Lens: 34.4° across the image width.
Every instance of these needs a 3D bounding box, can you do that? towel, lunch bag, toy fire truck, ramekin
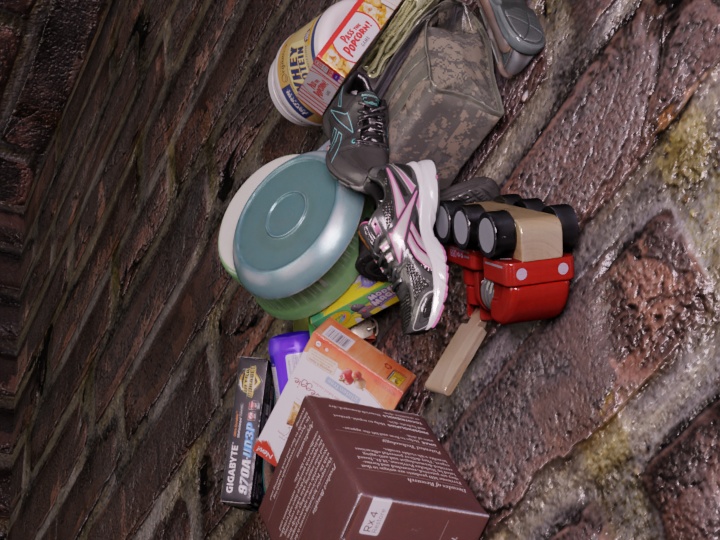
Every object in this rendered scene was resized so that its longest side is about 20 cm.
[{"bbox_3d":[0.075,-0.339,1.492,0.149,0.036,0.201,-48,8,46],"label":"towel"},{"bbox_3d":[0.083,-0.218,1.424,0.165,0.116,0.202,-53,29,40],"label":"lunch bag"},{"bbox_3d":[0.138,0.030,1.221,0.176,0.127,0.203,-156,61,-68],"label":"toy fire truck"},{"bbox_3d":[-0.087,-0.048,1.472,0.198,0.098,0.202,-23,49,28],"label":"ramekin"}]

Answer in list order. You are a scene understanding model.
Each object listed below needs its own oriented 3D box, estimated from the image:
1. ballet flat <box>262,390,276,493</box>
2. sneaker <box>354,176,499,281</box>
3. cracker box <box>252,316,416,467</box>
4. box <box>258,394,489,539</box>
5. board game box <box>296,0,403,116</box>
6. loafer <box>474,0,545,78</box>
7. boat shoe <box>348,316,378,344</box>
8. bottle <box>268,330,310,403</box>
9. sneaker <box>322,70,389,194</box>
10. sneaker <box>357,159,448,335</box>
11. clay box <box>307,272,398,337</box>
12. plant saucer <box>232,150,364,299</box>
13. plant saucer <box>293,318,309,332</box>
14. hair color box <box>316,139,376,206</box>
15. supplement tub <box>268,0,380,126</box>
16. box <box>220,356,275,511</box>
[{"bbox_3d":[-0.094,0.227,1.627,0.066,0.068,0.203,-7,72,33],"label":"ballet flat"},{"bbox_3d":[0.072,-0.068,1.369,0.198,0.076,0.092,-26,47,25],"label":"sneaker"},{"bbox_3d":[-0.035,0.179,1.447,0.202,0.133,0.058,-63,-11,27],"label":"cracker box"},{"bbox_3d":[0.008,0.268,1.288,0.168,0.162,0.200,-66,28,18],"label":"box"},{"bbox_3d":[0.003,-0.306,1.470,0.201,0.046,0.151,-56,5,-16],"label":"board game box"},{"bbox_3d":[0.159,-0.312,1.368,0.063,0.071,0.202,122,146,-44],"label":"loafer"},{"bbox_3d":[-0.009,0.089,1.519,0.062,0.071,0.202,12,73,29],"label":"boat shoe"},{"bbox_3d":[-0.079,0.184,1.559,0.084,0.064,0.203,-3,-95,-86],"label":"bottle"},{"bbox_3d":[-0.002,-0.160,1.352,0.201,0.074,0.080,-110,37,-51],"label":"sneaker"},{"bbox_3d":[0.039,-0.024,1.242,0.081,0.085,0.203,119,151,-60],"label":"sneaker"},{"bbox_3d":[0.000,0.000,1.472,0.198,0.048,0.116,-29,48,22],"label":"clay box"},{"bbox_3d":[-0.082,-0.062,1.384,0.198,0.027,0.202,-24,48,29],"label":"plant saucer"},{"bbox_3d":[-0.049,0.037,1.637,0.200,0.031,0.203,-171,90,-69],"label":"plant saucer"},{"bbox_3d":[-0.038,-0.114,1.629,0.199,0.098,0.062,-32,50,55],"label":"hair color box"},{"bbox_3d":[-0.038,-0.289,1.660,0.199,0.143,0.147,-16,64,60],"label":"supplement tub"},{"bbox_3d":[-0.150,0.237,1.659,0.159,0.045,0.203,68,-153,-74],"label":"box"}]
